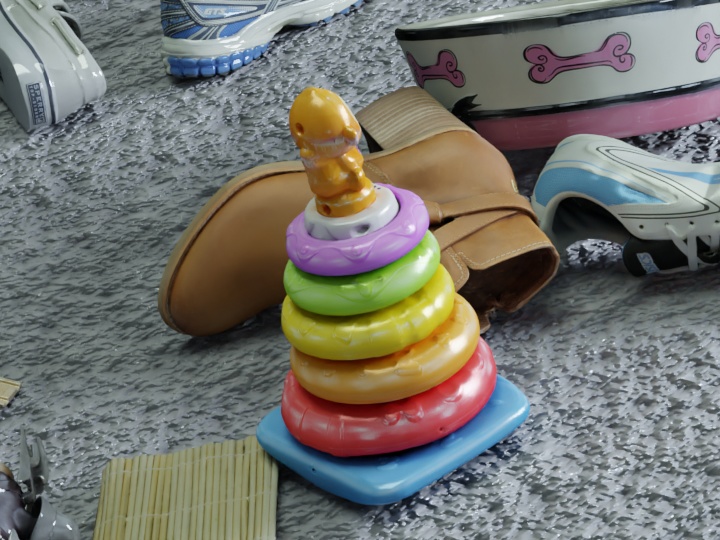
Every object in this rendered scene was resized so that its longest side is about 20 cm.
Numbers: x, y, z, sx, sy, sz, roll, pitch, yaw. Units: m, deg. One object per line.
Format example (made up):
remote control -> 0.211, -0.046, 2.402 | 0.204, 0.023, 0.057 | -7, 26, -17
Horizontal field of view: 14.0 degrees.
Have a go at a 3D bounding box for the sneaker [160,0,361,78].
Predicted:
sneaker -> -0.058, -0.204, 1.970 | 0.077, 0.085, 0.200 | 11, 35, 41

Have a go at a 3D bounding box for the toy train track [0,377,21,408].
toy train track -> -0.258, 0.079, 1.579 | 0.114, 0.033, 0.200 | -2, 30, 24

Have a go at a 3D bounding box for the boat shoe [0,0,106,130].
boat shoe -> -0.221, -0.158, 1.984 | 0.066, 0.072, 0.200 | -16, 27, -14

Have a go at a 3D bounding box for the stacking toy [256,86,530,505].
stacking toy -> 0.000, 0.000, 1.407 | 0.110, 0.201, 0.116 | -31, 32, -29

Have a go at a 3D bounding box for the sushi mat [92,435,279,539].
sushi mat -> -0.086, 0.137, 1.397 | 0.095, 0.012, 0.200 | -11, 26, 6

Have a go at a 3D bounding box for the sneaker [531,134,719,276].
sneaker -> 0.182, -0.025, 1.527 | 0.199, 0.072, 0.073 | 8, 68, 31

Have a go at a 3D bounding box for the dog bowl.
dog bowl -> 0.122, -0.114, 1.656 | 0.199, 0.074, 0.200 | -8, 6, 1

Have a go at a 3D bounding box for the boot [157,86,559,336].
boot -> -0.003, 0.000, 1.556 | 0.200, 0.074, 0.155 | -39, 47, 1

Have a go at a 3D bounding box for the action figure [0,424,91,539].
action figure -> -0.224, 0.127, 1.403 | 0.199, 0.070, 0.130 | 2, 33, -1
